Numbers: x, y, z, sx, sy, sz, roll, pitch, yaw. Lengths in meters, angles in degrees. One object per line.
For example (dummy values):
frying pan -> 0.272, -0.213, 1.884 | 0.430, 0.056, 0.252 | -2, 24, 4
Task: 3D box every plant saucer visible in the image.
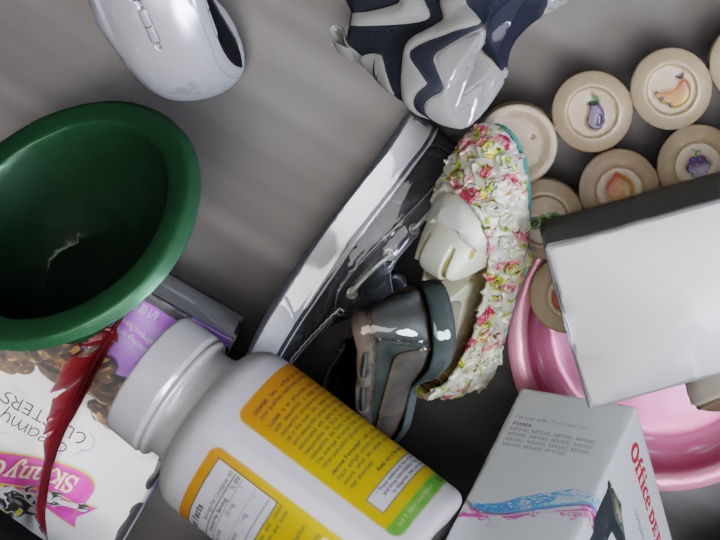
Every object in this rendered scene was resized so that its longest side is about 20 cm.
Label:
plant saucer -> 0.192, 0.036, 1.456 | 0.199, 0.051, 0.202 | 1, 103, 3

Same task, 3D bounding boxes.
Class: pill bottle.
pill bottle -> -0.049, 0.119, 1.371 | 0.200, 0.111, 0.111 | 36, 102, 9

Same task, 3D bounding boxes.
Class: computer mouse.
computer mouse -> -0.128, -0.167, 1.382 | 0.109, 0.044, 0.200 | -18, 131, 16

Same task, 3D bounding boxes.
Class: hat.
hat -> -0.154, 0.020, 1.402 | 0.199, 0.166, 0.176 | -23, 142, 9

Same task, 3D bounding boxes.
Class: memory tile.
memory tile -> 0.181, -0.056, 1.403 | 0.199, 0.017, 0.154 | -18, 101, 6

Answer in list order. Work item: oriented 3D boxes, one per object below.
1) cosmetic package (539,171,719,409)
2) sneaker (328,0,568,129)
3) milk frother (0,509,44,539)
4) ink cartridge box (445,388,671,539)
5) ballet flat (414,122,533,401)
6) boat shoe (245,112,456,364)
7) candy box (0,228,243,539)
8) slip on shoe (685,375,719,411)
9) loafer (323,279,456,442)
cosmetic package -> 0.212, 0.001, 1.363 | 0.199, 0.090, 0.108 | -13, 101, 8
sneaker -> 0.057, -0.188, 1.398 | 0.129, 0.080, 0.200 | 27, 76, 27
milk frother -> -0.289, 0.221, 1.382 | 0.188, 0.200, 0.181 | 36, 126, -7
ink cartridge box -> 0.110, 0.193, 1.386 | 0.082, 0.201, 0.146 | 7, 138, 28
ballet flat -> 0.062, 0.005, 1.405 | 0.075, 0.064, 0.201 | 35, 137, 34
boat shoe -> 0.000, 0.000, 1.450 | 0.068, 0.072, 0.200 | 36, 94, -4
candy box -> -0.194, 0.080, 1.470 | 0.167, 0.072, 0.201 | 29, 102, -4
slip on shoe -> 0.295, 0.065, 1.384 | 0.199, 0.076, 0.061 | -15, 92, 13
loafer -> 0.003, 0.058, 1.403 | 0.062, 0.200, 0.072 | -7, 69, -17
